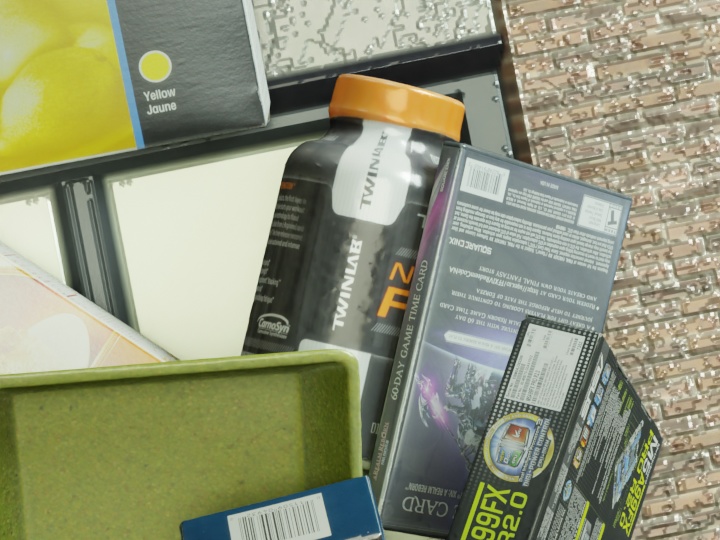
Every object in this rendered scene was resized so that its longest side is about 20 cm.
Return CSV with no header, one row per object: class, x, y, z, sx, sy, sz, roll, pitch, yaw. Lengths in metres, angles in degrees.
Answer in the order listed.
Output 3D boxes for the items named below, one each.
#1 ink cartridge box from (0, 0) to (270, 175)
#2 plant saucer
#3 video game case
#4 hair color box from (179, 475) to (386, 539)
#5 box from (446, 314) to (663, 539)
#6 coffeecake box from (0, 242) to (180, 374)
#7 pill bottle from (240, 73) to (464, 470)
ink cartridge box,-0.160,-0.156,1.478,0.196,0.047,0.201,-10,114,2
plant saucer,-0.099,0.125,1.405,0.199,0.048,0.201,-4,116,-5
video game case,0.073,0.044,1.468,0.019,0.142,0.201,13,89,45
hair color box,-0.020,0.211,1.396,0.099,0.061,0.201,-14,117,-1
box,0.090,0.145,1.419,0.044,0.160,0.201,13,73,23
coffeecake box,-0.195,0.077,1.491,0.199,0.073,0.154,33,91,2
pill bottle,0.000,0.000,1.474,0.106,0.106,0.201,13,89,1
